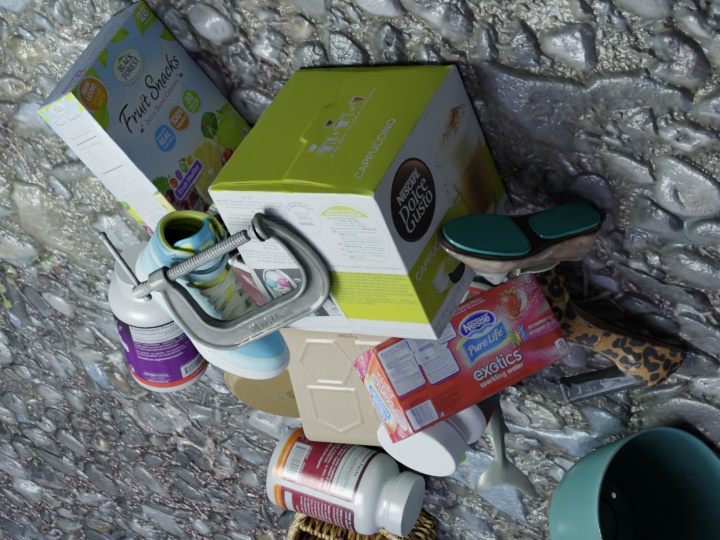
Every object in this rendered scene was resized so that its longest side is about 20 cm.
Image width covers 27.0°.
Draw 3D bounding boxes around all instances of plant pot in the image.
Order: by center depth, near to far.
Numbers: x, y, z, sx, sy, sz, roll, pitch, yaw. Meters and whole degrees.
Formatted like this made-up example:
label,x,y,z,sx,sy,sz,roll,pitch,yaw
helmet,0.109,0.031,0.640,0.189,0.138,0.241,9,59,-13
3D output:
label,x,y,z,sx,sy,sz,roll,pitch,yaw
plant pot,0.313,0.291,1.753,0.200,0.201,0.161,40,154,-13

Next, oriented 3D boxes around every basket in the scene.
label,x,y,z,sx,sy,sz,roll,pitch,yaw
basket,-0.004,0.397,2.130,0.199,0.149,0.143,22,143,13

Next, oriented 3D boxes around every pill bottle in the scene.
label,x,y,z,sx,sy,sz,roll,pitch,yaw
pill bottle,0.104,0.121,1.676,0.113,0.201,0.114,22,150,14
pill bottle,-0.261,0.058,1.942,0.112,0.113,0.201,15,141,20
pill bottle,-0.019,0.293,2.047,0.199,0.113,0.113,16,142,20

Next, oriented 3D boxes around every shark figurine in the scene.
label,x,y,z,sx,sy,sz,roll,pitch,yaw
shark figurine,0.156,0.162,1.781,0.089,0.215,0.129,-1,124,-26

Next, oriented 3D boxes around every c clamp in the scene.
label,x,y,z,sx,sy,sz,roll,pitch,yaw
c clamp,-0.136,0.004,1.477,0.199,0.027,0.171,-20,115,21

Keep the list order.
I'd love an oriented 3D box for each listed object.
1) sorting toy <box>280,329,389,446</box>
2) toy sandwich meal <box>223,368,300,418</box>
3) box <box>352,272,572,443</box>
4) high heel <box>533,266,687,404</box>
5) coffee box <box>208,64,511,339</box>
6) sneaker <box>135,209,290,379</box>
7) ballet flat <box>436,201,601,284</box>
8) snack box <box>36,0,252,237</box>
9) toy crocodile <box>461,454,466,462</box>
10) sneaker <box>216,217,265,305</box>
label,x,y,z,sx,sy,sz,roll,pitch,yaw
sorting toy,0.004,0.135,1.804,0.184,0.037,0.201,2,129,22
toy sandwich meal,-0.081,0.124,1.917,0.204,0.071,0.206,4,152,2
box,0.105,0.090,1.565,0.100,0.199,0.095,63,163,5
high heel,0.265,0.041,1.621,0.142,0.071,0.201,-16,110,11
coffee box,0.004,-0.072,1.526,0.199,0.200,0.198,4,136,33
sneaker,-0.146,0.020,1.539,0.200,0.080,0.131,38,147,7
ballet flat,0.156,-0.020,1.501,0.068,0.199,0.067,59,143,36
snack box,-0.225,-0.158,1.611,0.067,0.169,0.200,-20,122,41
toy crocodile,0.067,0.179,1.895,0.200,0.062,0.067,42,175,-28
sneaker,-0.158,0.010,1.803,0.199,0.076,0.116,22,134,40
